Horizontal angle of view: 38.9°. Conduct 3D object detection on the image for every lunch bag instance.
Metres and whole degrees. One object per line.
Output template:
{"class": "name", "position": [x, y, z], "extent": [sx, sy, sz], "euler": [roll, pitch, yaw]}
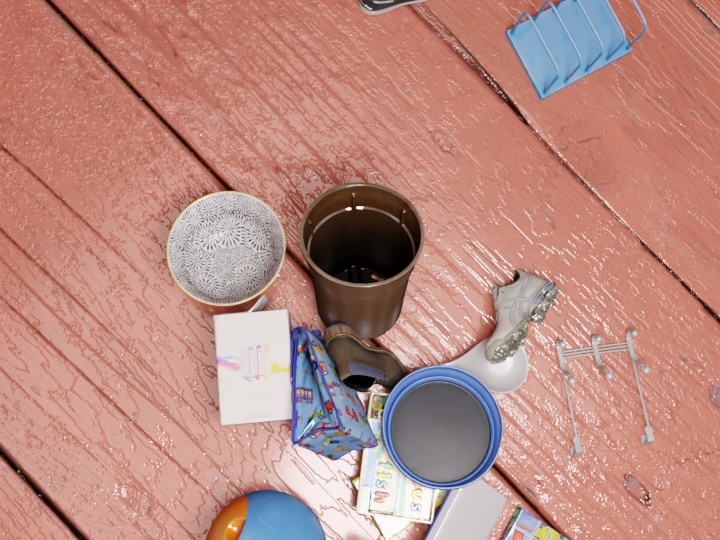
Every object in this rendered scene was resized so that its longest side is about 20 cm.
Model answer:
{"class": "lunch bag", "position": [-0.055, 0.186, 1.647], "extent": [0.093, 0.150, 0.203], "euler": [-20, 63, 16]}

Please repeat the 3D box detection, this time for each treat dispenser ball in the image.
{"class": "treat dispenser ball", "position": [-0.148, 0.449, 1.599], "extent": [0.196, 0.201, 0.205], "euler": [1, 82, -5]}

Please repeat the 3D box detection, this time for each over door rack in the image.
{"class": "over door rack", "position": [0.425, 0.210, 1.754], "extent": [0.145, 0.067, 0.204], "euler": [-7, 83, -5]}

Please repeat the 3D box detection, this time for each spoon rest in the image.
{"class": "spoon rest", "position": [0.193, 0.169, 1.741], "extent": [0.196, 0.061, 0.101], "euler": [-9, 81, -6]}

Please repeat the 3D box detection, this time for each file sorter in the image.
{"class": "file sorter", "position": [0.387, -0.425, 1.810], "extent": [0.198, 0.123, 0.141], "euler": [-28, 86, -9]}

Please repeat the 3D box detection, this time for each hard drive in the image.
{"class": "hard drive", "position": [0.159, 0.442, 1.680], "extent": [0.132, 0.025, 0.202], "euler": [38, 77, -41]}

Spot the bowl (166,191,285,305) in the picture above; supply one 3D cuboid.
{"class": "bowl", "position": [-0.218, -0.020, 1.701], "extent": [0.196, 0.095, 0.205], "euler": [-1, 67, 2]}

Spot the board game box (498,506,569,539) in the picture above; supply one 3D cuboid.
{"class": "board game box", "position": [0.318, 0.513, 1.717], "extent": [0.198, 0.034, 0.137], "euler": [33, 81, 0]}

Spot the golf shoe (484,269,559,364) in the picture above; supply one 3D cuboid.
{"class": "golf shoe", "position": [0.253, 0.077, 1.742], "extent": [0.096, 0.079, 0.200], "euler": [33, 53, 20]}

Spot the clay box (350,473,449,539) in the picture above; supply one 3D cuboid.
{"class": "clay box", "position": [0.094, 0.348, 1.713], "extent": [0.198, 0.048, 0.116], "euler": [-31, 83, -10]}

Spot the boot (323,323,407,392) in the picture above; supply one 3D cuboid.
{"class": "boot", "position": [0.015, 0.173, 1.665], "extent": [0.074, 0.199, 0.098], "euler": [-37, 42, 21]}

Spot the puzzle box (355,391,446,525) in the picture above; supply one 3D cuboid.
{"class": "puzzle box", "position": [0.068, 0.308, 1.682], "extent": [0.130, 0.025, 0.204], "euler": [7, 78, -1]}

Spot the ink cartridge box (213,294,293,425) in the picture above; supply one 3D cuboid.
{"class": "ink cartridge box", "position": [-0.171, 0.148, 1.674], "extent": [0.123, 0.129, 0.204], "euler": [-5, 82, -3]}

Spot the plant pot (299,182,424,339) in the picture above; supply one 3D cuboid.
{"class": "plant pot", "position": [0.000, 0.000, 1.655], "extent": [0.196, 0.200, 0.203], "euler": [1, 54, -1]}

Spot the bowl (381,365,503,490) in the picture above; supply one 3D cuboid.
{"class": "bowl", "position": [0.132, 0.257, 1.652], "extent": [0.196, 0.040, 0.204], "euler": [1, 67, -2]}

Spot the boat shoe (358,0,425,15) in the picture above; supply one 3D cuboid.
{"class": "boat shoe", "position": [0.089, -0.518, 1.825], "extent": [0.198, 0.060, 0.076], "euler": [-30, 86, -8]}
